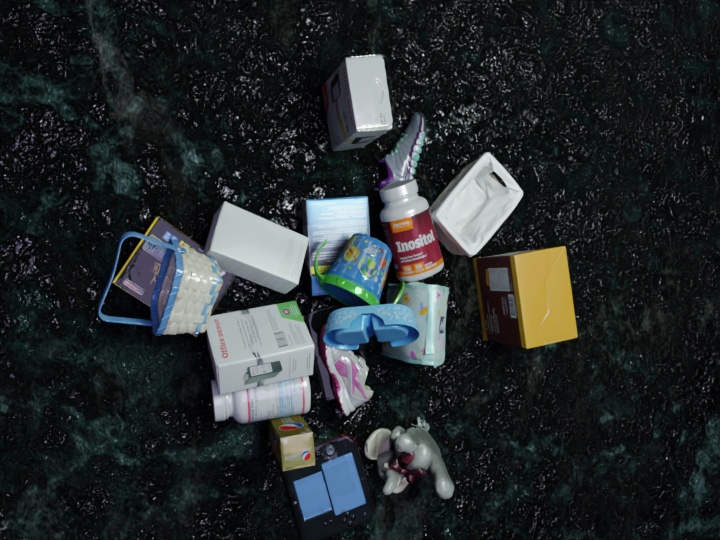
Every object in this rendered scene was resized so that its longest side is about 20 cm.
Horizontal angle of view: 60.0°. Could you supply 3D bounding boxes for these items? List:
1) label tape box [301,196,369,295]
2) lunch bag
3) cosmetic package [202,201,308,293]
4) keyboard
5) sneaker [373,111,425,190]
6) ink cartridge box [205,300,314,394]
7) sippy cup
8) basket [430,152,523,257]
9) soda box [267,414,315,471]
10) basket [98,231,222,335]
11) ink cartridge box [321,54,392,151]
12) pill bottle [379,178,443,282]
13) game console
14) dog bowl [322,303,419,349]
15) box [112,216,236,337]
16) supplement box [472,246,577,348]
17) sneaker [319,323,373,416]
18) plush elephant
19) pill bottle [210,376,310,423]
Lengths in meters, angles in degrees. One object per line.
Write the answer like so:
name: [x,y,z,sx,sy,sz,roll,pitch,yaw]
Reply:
label tape box: [-0.052,-0.055,1.366,0.139,0.066,0.206,-5,97,-17]
lunch bag: [0.125,0.113,1.347,0.119,0.200,0.176,5,87,-16]
cosmetic package: [-0.216,-0.044,1.282,0.196,0.081,0.115,24,63,-20]
keyboard: [-0.045,0.177,1.389,0.124,0.021,0.206,-13,94,-11]
sneaker: [0.089,-0.267,1.408,0.085,0.074,0.206,14,86,-11]
ink cartridge box: [-0.206,0.152,1.264,0.195,0.147,0.086,-9,130,-19]
sippy cup: [0.000,0.000,1.292,0.177,0.138,0.133,38,70,-39]
basket: [0.249,-0.145,1.427,0.136,0.123,0.201,44,77,-11]
soda box: [-0.144,0.339,1.263,0.066,0.200,0.066,-6,91,-16]
basket: [-0.372,0.032,1.168,0.196,0.139,0.179,15,112,-35]
ink cartridge box: [-0.011,-0.346,1.310,0.083,0.200,0.152,-10,92,-16]
pill bottle: [0.106,-0.088,1.362,0.111,0.113,0.205,-21,103,-16]
game console: [-0.070,0.479,1.373,0.173,0.031,0.205,-17,94,-17]
dog bowl: [0.020,0.112,1.258,0.194,0.112,0.051,-6,61,8]
box: [-0.375,0.014,1.277,0.198,0.049,0.162,36,78,-13]
supplement box: [0.368,0.059,1.420,0.129,0.200,0.203,-9,92,-16]
sneaker: [-0.030,0.204,1.348,0.086,0.081,0.205,-20,103,-11]
plush elephant: [0.093,0.422,1.366,0.154,0.200,0.165,-42,100,11]
pill bottle: [-0.207,0.255,1.293,0.194,0.109,0.112,-6,91,-16]
